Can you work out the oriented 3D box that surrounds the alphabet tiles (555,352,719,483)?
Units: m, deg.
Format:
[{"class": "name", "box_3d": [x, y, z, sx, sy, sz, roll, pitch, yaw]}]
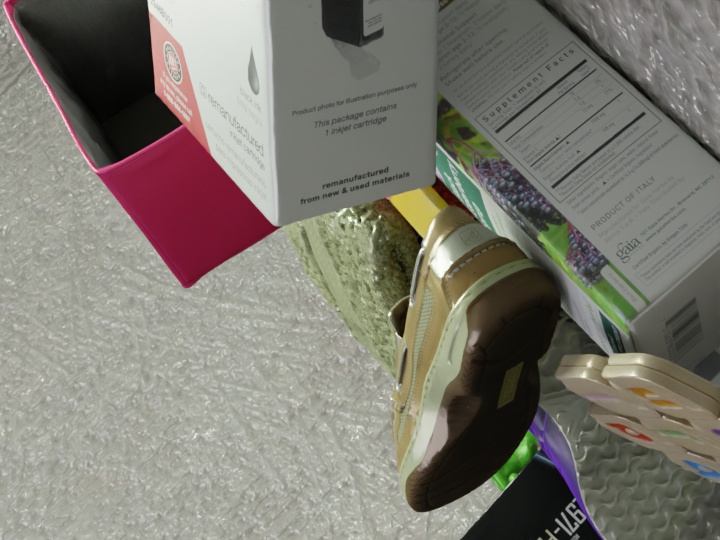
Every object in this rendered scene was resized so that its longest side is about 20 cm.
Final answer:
[{"class": "alphabet tiles", "box_3d": [0.181, 0.081, 0.694, 0.199, 0.015, 0.195, 26, 170, -12]}]

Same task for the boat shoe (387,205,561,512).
[{"class": "boat shoe", "box_3d": [0.044, 0.041, 0.801, 0.076, 0.071, 0.201, 52, 151, 26]}]

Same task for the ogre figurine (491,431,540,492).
[{"class": "ogre figurine", "box_3d": [0.155, 0.131, 1.261, 0.099, 0.119, 0.200, 56, 173, -11]}]

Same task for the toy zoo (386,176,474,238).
[{"class": "toy zoo", "box_3d": [0.059, -0.054, 0.869, 0.130, 0.021, 0.200, -8, -133, -42]}]

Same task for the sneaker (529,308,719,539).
[{"class": "sneaker", "box_3d": [0.122, 0.074, 0.888, 0.201, 0.069, 0.100, 55, -178, 6]}]

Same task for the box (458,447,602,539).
[{"class": "box", "box_3d": [0.146, 0.158, 1.022, 0.086, 0.164, 0.200, 43, -176, 19]}]

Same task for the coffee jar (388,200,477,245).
[{"class": "coffee jar", "box_3d": [0.038, -0.056, 1.004, 0.201, 0.085, 0.104, 51, 145, -8]}]

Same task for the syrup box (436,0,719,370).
[{"class": "syrup box", "box_3d": [0.092, -0.047, 0.760, 0.200, 0.081, 0.079, 47, 173, 32]}]

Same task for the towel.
[{"class": "towel", "box_3d": [0.000, 0.000, 0.941, 0.148, 0.036, 0.201, 46, 167, 36]}]

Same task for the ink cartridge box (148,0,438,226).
[{"class": "ink cartridge box", "box_3d": [-0.033, -0.145, 0.713, 0.144, 0.083, 0.202, 46, 144, 48]}]

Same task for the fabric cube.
[{"class": "fabric cube", "box_3d": [-0.131, -0.145, 1.334, 0.201, 0.195, 0.200, 58, 178, 30]}]

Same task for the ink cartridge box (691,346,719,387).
[{"class": "ink cartridge box", "box_3d": [0.190, 0.059, 0.942, 0.200, 0.050, 0.162, 38, -173, -48]}]
